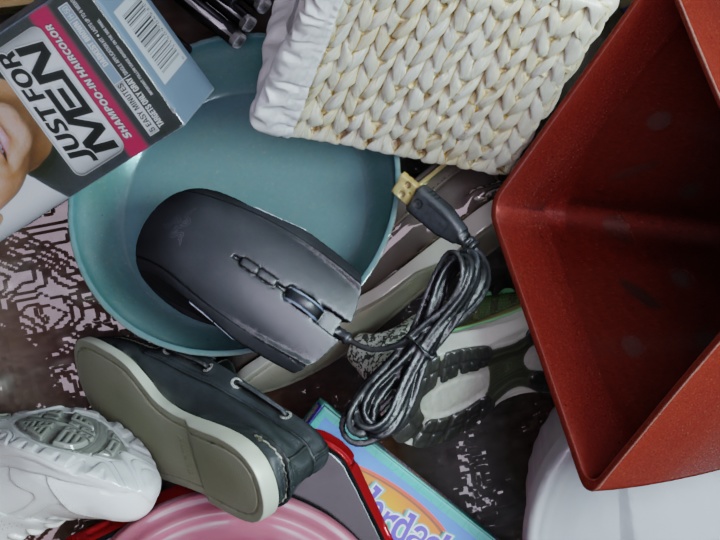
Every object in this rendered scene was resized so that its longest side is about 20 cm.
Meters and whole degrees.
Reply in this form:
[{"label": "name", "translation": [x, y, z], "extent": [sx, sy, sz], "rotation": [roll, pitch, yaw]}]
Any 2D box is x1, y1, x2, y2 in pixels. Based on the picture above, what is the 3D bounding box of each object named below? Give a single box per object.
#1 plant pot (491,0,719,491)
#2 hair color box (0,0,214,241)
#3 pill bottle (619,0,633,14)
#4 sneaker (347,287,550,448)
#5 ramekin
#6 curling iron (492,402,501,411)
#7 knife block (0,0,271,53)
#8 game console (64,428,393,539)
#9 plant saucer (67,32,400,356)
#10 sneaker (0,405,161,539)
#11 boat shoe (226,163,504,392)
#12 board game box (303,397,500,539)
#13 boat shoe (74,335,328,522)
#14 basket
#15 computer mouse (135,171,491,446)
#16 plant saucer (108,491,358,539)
[{"label": "plant pot", "translation": [0.212, -0.012, 1.403], "extent": [0.175, 0.200, 0.201], "rotation": [6, 49, -28]}, {"label": "hair color box", "translation": [-0.193, -0.084, 1.479], "extent": [0.199, 0.061, 0.099], "rotation": [-30, 104, 26]}, {"label": "pill bottle", "translation": [0.242, -0.119, 1.538], "extent": [0.119, 0.120, 0.201], "rotation": [-32, 95, -3]}, {"label": "sneaker", "translation": [0.077, 0.031, 1.548], "extent": [0.199, 0.089, 0.077], "rotation": [-18, 128, -29]}, {"label": "ramekin", "translation": [0.187, 0.135, 1.533], "extent": [0.201, 0.094, 0.204], "rotation": [-3, 111, -7]}, {"label": "curling iron", "translation": [0.131, 0.076, 1.579], "extent": [0.199, 0.026, 0.050], "rotation": [2, 57, -9]}, {"label": "knife block", "translation": [-0.147, -0.205, 1.511], "extent": [0.174, 0.064, 0.201], "rotation": [-7, 92, 6]}, {"label": "game console", "translation": [-0.068, 0.204, 1.525], "extent": [0.199, 0.031, 0.178], "rotation": [-26, 97, -2]}, {"label": "plant saucer", "translation": [-0.070, -0.040, 1.522], "extent": [0.199, 0.036, 0.201], "rotation": [-4, 68, 11]}, {"label": "sneaker", "translation": [-0.205, 0.130, 1.518], "extent": [0.199, 0.078, 0.100], "rotation": [8, 108, 23]}, {"label": "boat shoe", "translation": [0.000, 0.000, 1.547], "extent": [0.199, 0.072, 0.060], "rotation": [-34, 74, 3]}, {"label": "board game box", "translation": [-0.025, 0.201, 1.562], "extent": [0.152, 0.045, 0.200], "rotation": [39, 89, -5]}, {"label": "boat shoe", "translation": [-0.090, 0.078, 1.500], "extent": [0.066, 0.199, 0.075], "rotation": [-27, 119, -29]}, {"label": "basket", "translation": [0.045, -0.183, 1.453], "extent": [0.160, 0.200, 0.199], "rotation": [15, 58, -10]}, {"label": "computer mouse", "translation": [-0.027, -0.010, 1.455], "extent": [0.200, 0.046, 0.141], "rotation": [36, 82, 23]}, {"label": "plant saucer", "translation": [-0.072, 0.225, 1.486], "extent": [0.199, 0.051, 0.202], "rotation": [0, 94, -6]}]
